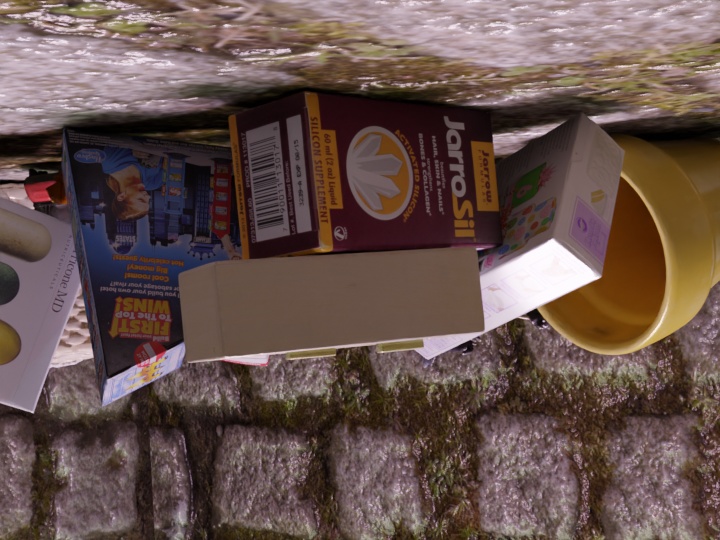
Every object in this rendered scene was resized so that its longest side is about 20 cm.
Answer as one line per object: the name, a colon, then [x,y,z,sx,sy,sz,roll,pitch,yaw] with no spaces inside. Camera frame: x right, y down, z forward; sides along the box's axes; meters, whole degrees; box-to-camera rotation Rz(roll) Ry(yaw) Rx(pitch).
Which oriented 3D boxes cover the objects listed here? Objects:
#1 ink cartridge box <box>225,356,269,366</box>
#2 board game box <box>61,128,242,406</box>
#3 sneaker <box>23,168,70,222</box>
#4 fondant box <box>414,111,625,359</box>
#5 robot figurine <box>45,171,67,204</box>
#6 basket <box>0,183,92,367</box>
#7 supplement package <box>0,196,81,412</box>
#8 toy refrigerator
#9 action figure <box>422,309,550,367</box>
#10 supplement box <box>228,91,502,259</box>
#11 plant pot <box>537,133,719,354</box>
ink cartridge box: [-0.136,0.031,1.445,0.083,0.147,0.200,10,172,-2]
board game box: [-0.132,0.003,0.921,0.200,0.200,0.062,6,154,-12]
sneaker: [-0.262,-0.049,1.217,0.071,0.098,0.200,-6,179,16]
fondant box: [0.118,-0.025,1.019,0.058,0.144,0.200,37,138,-21]
robot figurine: [-0.193,-0.013,1.054,0.058,0.145,0.200,-35,-137,-16]
basket: [-0.355,0.009,1.346,0.161,0.199,0.200,-7,176,40]
supplement package: [-0.338,0.008,0.983,0.200,0.152,0.151,22,170,-18]
toy refrigerator: [-0.018,0.026,0.857,0.200,0.070,0.076,-4,176,-28]
action figure: [0.104,0.028,1.231,0.200,0.119,0.102,-8,-153,-33]
supplement box: [0.009,-0.064,0.909,0.086,0.111,0.200,-9,175,44]
plant pot: [0.277,-0.043,1.172,0.189,0.201,0.201,-22,-171,-33]
